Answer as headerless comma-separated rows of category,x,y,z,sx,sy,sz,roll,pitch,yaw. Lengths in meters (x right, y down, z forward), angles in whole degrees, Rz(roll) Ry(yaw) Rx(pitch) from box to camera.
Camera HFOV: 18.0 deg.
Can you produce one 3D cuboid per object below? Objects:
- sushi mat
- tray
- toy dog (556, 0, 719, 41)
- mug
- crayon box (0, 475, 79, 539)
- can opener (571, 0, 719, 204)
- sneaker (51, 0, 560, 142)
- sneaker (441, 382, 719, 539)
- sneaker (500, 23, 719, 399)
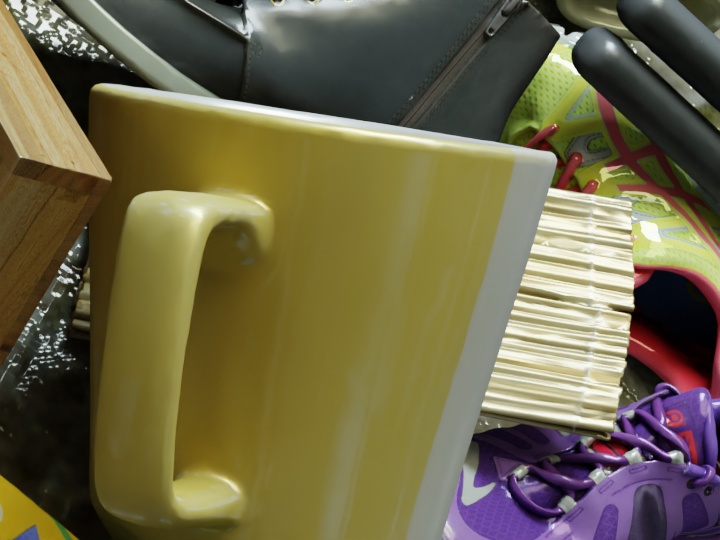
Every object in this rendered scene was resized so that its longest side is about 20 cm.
sushi mat,0.000,0.000,0.816,0.199,0.012,0.096,11,60,-1
tray,-0.147,-0.051,0.708,0.037,0.099,0.200,13,30,-41
toy dog,0.105,-0.223,1.097,0.193,0.140,0.201,-1,46,8
mug,-0.036,0.025,0.714,0.186,0.154,0.149,5,7,-41
crayon box,-0.136,0.112,0.649,0.200,0.052,0.126,38,40,-2
can opener,0.167,-0.044,0.936,0.200,0.053,0.067,40,12,-17
sneaker,-0.025,-0.101,0.872,0.199,0.107,0.075,30,5,-23
sneaker,0.087,0.073,0.833,0.199,0.084,0.081,-11,61,-42
sneaker,0.101,-0.021,0.935,0.200,0.078,0.090,42,42,1
